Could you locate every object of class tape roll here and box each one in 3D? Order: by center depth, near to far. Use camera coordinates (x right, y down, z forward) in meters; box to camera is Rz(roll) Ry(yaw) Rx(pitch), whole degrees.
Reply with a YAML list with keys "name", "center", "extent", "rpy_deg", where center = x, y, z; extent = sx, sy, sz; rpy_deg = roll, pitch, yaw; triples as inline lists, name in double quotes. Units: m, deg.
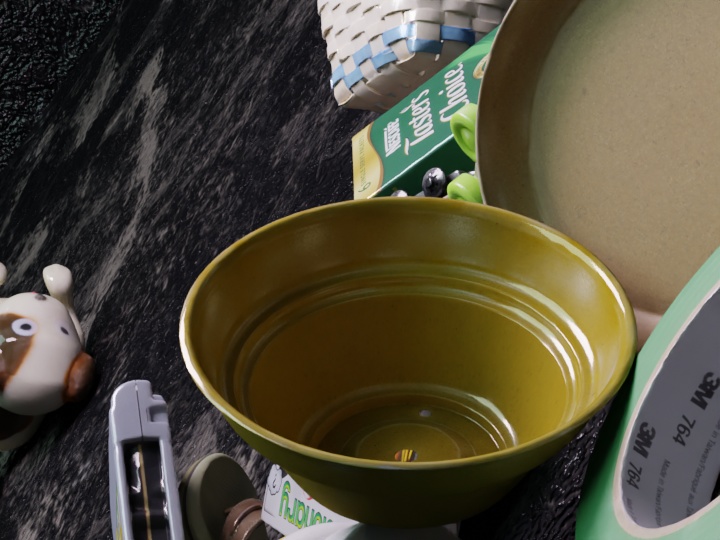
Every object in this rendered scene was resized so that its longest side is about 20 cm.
- name: "tape roll"
  center: [0.164, 0.053, 1.090]
  extent: [0.201, 0.048, 0.201]
  rpy_deg: [-51, 16, 20]

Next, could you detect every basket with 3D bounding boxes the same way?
- name: "basket"
  center: [0.046, -0.207, 1.788]
  extent: [0.176, 0.139, 0.201]
  rpy_deg: [156, 115, -63]

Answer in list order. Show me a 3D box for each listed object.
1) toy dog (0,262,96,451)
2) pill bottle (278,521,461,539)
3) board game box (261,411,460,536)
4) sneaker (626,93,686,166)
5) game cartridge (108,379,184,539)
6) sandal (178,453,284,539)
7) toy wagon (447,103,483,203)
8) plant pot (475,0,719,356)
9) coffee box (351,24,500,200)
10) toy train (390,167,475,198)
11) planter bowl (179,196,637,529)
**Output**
- name: "toy dog"
  center: [-0.309, 0.081, 2.369]
  extent: [0.200, 0.139, 0.194]
  rpy_deg: [-25, 47, 63]
- name: "pill bottle"
  center: [-0.026, 0.184, 1.291]
  extent: [0.200, 0.114, 0.114]
  rpy_deg: [-32, 28, 55]
- name: "board game box"
  center: [0.004, 0.091, 1.419]
  extent: [0.200, 0.035, 0.127]
  rpy_deg: [-161, 80, -69]
- name: "sneaker"
  center: [0.145, -0.049, 1.295]
  extent: [0.200, 0.083, 0.071]
  rpy_deg: [-54, 15, 12]
- name: "game cartridge"
  center: [-0.114, 0.179, 1.515]
  extent: [0.133, 0.040, 0.200]
  rpy_deg: [91, 171, -57]
- name: "sandal"
  center: [-0.056, 0.169, 1.524]
  extent: [0.057, 0.080, 0.201]
  rpy_deg: [-34, 28, 10]
- name: "toy wagon"
  center: [0.114, -0.080, 1.439]
  extent: [0.155, 0.040, 0.200]
  rpy_deg: [-38, -22, -18]
- name: "plant pot"
  center: [0.139, -0.061, 1.232]
  extent: [0.027, 0.200, 0.200]
  rpy_deg: [-1, -41, -52]
- name: "coffee box"
  center: [0.082, -0.100, 1.586]
  extent: [0.200, 0.044, 0.123]
  rpy_deg: [-37, 19, 15]
- name: "toy train"
  center: [0.000, 0.000, 1.540]
  extent: [0.200, 0.034, 0.046]
  rpy_deg: [-33, 59, 36]
- name: "planter bowl"
  center: [0.021, 0.056, 1.219]
  extent: [0.201, 0.200, 0.084]
  rpy_deg: [-78, -9, -55]
